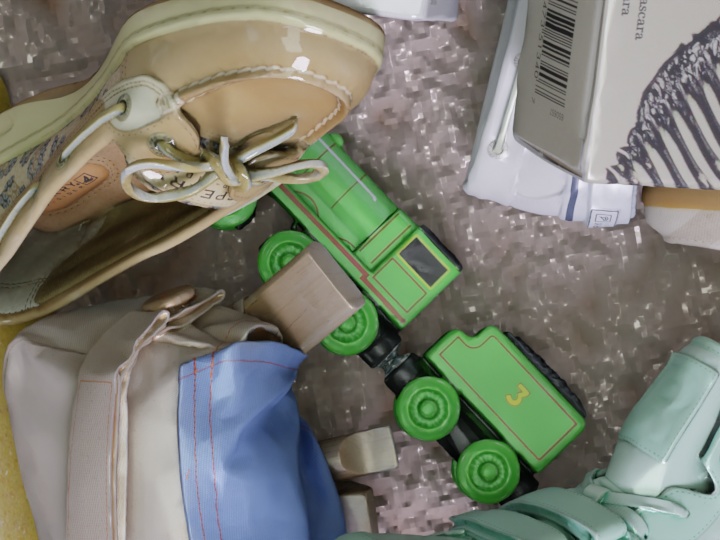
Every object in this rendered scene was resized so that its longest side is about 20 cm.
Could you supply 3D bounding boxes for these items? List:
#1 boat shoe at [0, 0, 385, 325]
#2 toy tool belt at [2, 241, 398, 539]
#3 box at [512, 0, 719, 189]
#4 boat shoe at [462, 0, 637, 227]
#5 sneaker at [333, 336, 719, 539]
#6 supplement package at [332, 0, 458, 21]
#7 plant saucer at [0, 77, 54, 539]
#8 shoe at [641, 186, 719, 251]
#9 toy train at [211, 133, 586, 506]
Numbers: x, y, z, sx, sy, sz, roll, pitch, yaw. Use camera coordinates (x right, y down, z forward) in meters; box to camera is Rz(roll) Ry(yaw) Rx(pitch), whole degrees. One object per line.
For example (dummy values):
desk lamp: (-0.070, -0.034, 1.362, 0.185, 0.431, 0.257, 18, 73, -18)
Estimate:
boat shoe: (-0.062, -0.033, 0.875, 0.073, 0.200, 0.063, 20, 64, -29)
toy tool belt: (-0.037, 0.098, 0.929, 0.122, 0.125, 0.201, -13, 95, 18)
box: (0.154, -0.067, 0.886, 0.199, 0.068, 0.083, 1, 104, -18)
boat shoe: (0.070, -0.115, 0.924, 0.066, 0.074, 0.201, 6, 97, 2)
sneaker: (0.071, 0.073, 0.907, 0.200, 0.074, 0.119, 10, 97, -39)
supplement package: (-0.033, -0.189, 0.888, 0.151, 0.151, 0.201, 8, 96, 5)
plant saucer: (-0.207, 0.042, 0.978, 0.199, 0.048, 0.201, -11, 94, 7)
shoe: (0.189, 0.008, 0.927, 0.199, 0.070, 0.054, 14, 88, 1)
toy train: (0.000, 0.000, 0.961, 0.056, 0.042, 0.200, -43, 90, -2)
